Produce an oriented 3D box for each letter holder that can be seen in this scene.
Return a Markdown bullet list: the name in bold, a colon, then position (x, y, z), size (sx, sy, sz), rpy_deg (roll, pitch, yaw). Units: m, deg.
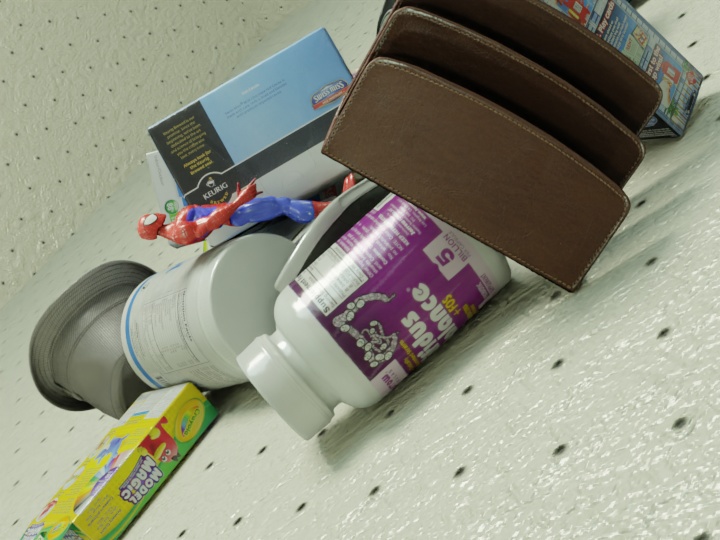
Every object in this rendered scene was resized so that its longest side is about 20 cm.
- **letter holder**: position (0.097, -0.106, 0.832), size (0.143, 0.199, 0.101), rpy_deg (-58, 7, 26)

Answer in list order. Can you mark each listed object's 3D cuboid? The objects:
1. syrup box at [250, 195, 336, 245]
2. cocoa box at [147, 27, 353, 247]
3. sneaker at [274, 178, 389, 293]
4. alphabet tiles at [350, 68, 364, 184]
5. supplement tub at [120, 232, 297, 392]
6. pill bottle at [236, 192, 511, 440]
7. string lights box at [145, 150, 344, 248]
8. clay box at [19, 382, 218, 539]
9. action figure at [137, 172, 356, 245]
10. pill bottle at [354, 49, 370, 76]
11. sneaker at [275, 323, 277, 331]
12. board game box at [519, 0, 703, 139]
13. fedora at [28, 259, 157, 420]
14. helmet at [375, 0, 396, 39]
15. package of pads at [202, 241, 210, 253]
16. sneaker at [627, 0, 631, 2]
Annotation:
- **syrup box**: position (-0.072, -0.004, 1.248), size (0.082, 0.079, 0.199), rpy_deg (-50, 18, -30)
- **cocoa box**: position (-0.088, -0.128, 1.205), size (0.199, 0.132, 0.133), rpy_deg (-30, 1, 0)
- **sneaker**: position (0.018, -0.017, 1.002), size (0.200, 0.099, 0.071), rpy_deg (-40, -11, -44)
- **alphabet tiles**: position (-0.005, -0.169, 1.414), size (0.194, 0.015, 0.200), rpy_deg (-21, 44, -13)
- **supplement tub**: position (-0.135, 0.046, 1.169), size (0.199, 0.132, 0.132), rpy_deg (-19, 27, 53)
- **pill bottle**: position (0.007, 0.030, 0.913), size (0.200, 0.112, 0.112), rpy_deg (-42, 16, -2)
- **string lights box**: position (-0.118, -0.100, 1.309), size (0.198, 0.104, 0.059), rpy_deg (-16, -2, 0)
- **clay box**: position (-0.230, 0.196, 1.147), size (0.115, 0.048, 0.200), rpy_deg (-18, 30, 55)
- **action figure**: position (-0.103, -0.055, 1.103), size (0.198, 0.052, 0.065), rpy_deg (-13, 6, -6)
- **pill bottle**: position (0.084, -0.225, 1.351), size (0.199, 0.113, 0.112), rpy_deg (-31, 15, -4)
- **sneaker**: position (0.000, 0.000, 1.089), size (0.201, 0.071, 0.080), rpy_deg (-50, 24, -23)
- **board game box**: position (0.125, -0.179, 0.933), size (0.199, 0.200, 0.062), rpy_deg (2, 57, 45)
- **fedora**: position (-0.249, 0.092, 1.288), size (0.177, 0.090, 0.201), rpy_deg (-41, -28, -20)
- **helmet**: position (0.122, -0.224, 1.169), size (0.200, 0.200, 0.190), rpy_deg (-48, 23, -23)
- **package of pads**: position (-0.144, -0.071, 1.424), size (0.068, 0.202, 0.154), rpy_deg (1, 9, -12)
- **sneaker**: position (0.242, -0.276, 1.286), size (0.200, 0.073, 0.082), rpy_deg (-39, -6, 4)
